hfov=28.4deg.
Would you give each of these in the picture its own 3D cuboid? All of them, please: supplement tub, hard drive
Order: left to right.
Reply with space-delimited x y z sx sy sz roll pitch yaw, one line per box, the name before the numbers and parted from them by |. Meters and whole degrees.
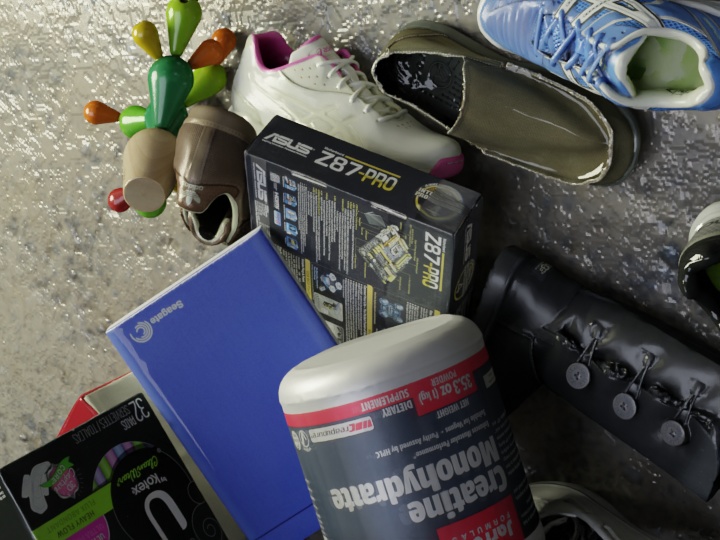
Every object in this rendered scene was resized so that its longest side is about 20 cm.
hard drive | -0.069 0.089 1.001 0.131 0.025 0.201 -33 98 7
supplement tub | 0.038 0.141 0.924 0.140 0.140 0.202 -16 94 40

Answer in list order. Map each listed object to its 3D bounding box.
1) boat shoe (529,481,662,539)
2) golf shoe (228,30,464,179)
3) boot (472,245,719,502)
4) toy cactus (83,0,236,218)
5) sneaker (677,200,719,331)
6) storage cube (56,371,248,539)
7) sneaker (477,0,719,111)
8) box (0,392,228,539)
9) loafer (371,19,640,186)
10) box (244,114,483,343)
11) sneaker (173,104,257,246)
boat shoe | 0.142 0.190 0.975 0.200 0.065 0.073 26 98 61
golf shoe | -0.015 -0.115 1.014 0.199 0.075 0.092 17 112 28
boot | 0.162 0.095 0.976 0.199 0.066 0.166 28 125 20
toy cactus | -0.156 -0.109 1.068 0.101 0.166 0.201 21 125 -13
sneaker | 0.269 0.037 0.850 0.200 0.087 0.074 39 127 18
storage cube | -0.145 0.182 1.144 0.200 0.171 0.180 44 127 14
sneaker | 0.154 -0.145 0.870 0.199 0.077 0.076 17 120 33
box | -0.179 0.216 0.980 0.124 0.148 0.201 -32 87 36
loafer | 0.089 -0.104 0.940 0.199 0.069 0.076 25 122 27
box | 0.000 0.000 1.006 0.160 0.049 0.201 24 143 20
sneaker | -0.104 -0.050 1.037 0.070 0.076 0.200 17 164 11
